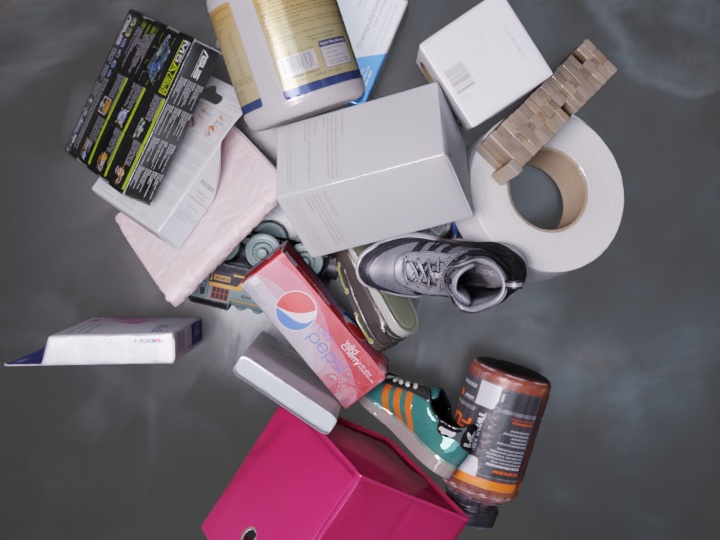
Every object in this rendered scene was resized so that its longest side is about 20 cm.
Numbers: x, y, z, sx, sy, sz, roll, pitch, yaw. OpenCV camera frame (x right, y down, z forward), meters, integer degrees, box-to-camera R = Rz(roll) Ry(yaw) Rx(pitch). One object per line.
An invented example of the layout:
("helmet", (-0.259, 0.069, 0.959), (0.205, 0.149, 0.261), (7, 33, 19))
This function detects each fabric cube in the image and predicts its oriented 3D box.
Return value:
("fabric cube", (-0.033, 0.302, 1.475), (0.200, 0.196, 0.200), (29, 98, -37))

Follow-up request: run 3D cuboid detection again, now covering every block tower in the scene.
("block tower", (0.218, -0.189, 1.449), (0.058, 0.054, 0.200), (44, 71, -3))

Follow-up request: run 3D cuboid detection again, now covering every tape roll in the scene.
("tape roll", (0.214, -0.091, 1.494), (0.202, 0.071, 0.203), (3, 78, -14))

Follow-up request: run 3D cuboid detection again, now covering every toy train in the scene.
("toy train", (-0.125, 0.000, 1.548), (0.199, 0.085, 0.114), (12, 108, -1))

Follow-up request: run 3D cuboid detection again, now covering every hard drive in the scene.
("hard drive", (-0.082, 0.132, 1.493), (0.132, 0.200, 0.027), (34, 95, -1))

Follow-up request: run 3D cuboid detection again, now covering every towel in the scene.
("towel", (-0.195, -0.079, 1.506), (0.200, 0.191, 0.032), (-46, 137, 4))

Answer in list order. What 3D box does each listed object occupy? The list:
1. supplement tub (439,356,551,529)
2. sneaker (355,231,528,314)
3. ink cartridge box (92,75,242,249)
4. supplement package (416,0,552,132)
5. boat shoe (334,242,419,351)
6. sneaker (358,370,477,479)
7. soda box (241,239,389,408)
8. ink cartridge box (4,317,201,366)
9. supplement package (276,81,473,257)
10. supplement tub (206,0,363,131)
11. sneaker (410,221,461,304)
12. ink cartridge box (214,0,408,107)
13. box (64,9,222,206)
("supplement tub", (0.161, 0.216, 1.541), (0.107, 0.107, 0.201), (16, 95, 0))
("sneaker", (0.089, 0.002, 1.387), (0.199, 0.114, 0.076), (1, 101, 7))
("ink cartridge box", (-0.220, -0.143, 1.511), (0.160, 0.047, 0.200), (30, 82, 43))
("supplement package", (0.140, -0.238, 1.453), (0.109, 0.200, 0.114), (-33, 92, 4))
("boat shoe", (0.000, 0.000, 1.498), (0.061, 0.072, 0.202), (-37, 68, 34))
("sneaker", (0.065, 0.164, 1.527), (0.200, 0.071, 0.080), (41, 102, 30))
("soda box", (-0.053, 0.065, 1.484), (0.070, 0.063, 0.200), (-38, 100, 11))
("ink cartridge box", (-0.305, 0.083, 1.498), (0.199, 0.196, 0.044), (0, 94, 1))
("supplement package", (0.016, -0.113, 1.416), (0.199, 0.117, 0.117), (-14, 139, 15))
("supplement tub", (-0.090, -0.272, 1.401), (0.144, 0.144, 0.201), (-18, 95, 3))
("sneaker", (0.059, -0.006, 1.535), (0.077, 0.085, 0.200), (33, 96, -1))
("ink cartridge box", (-0.059, -0.298, 1.512), (0.199, 0.084, 0.145), (23, 96, 0))
("box", (-0.265, -0.200, 1.482), (0.047, 0.193, 0.201), (22, 96, -41))
